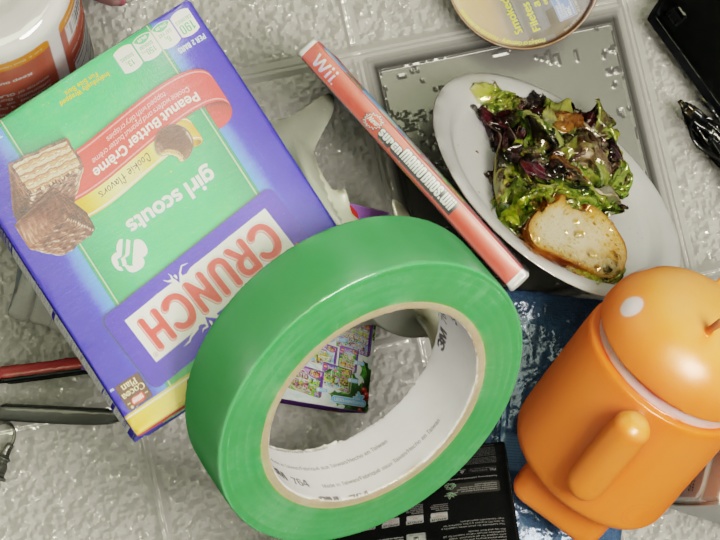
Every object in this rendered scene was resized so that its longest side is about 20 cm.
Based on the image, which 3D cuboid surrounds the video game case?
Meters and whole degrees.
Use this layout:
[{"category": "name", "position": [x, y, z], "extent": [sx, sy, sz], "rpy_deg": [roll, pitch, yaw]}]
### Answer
[{"category": "video game case", "position": [0.038, -0.067, 1.246], "extent": [0.017, 0.143, 0.200], "rpy_deg": [-42, 88, 5]}]

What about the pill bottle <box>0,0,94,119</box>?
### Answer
[{"category": "pill bottle", "position": [-0.225, -0.144, 1.190], "extent": [0.111, 0.200, 0.113], "rpy_deg": [1, 72, -2]}]

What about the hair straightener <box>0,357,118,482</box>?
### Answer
[{"category": "hair straightener", "position": [-0.250, 0.102, 1.242], "extent": [0.198, 0.041, 0.078], "rpy_deg": [-5, 83, -8]}]

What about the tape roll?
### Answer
[{"category": "tape roll", "position": [-0.002, 0.065, 1.104], "extent": [0.199, 0.201, 0.048], "rpy_deg": [-31, 48, -10]}]

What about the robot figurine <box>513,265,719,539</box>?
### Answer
[{"category": "robot figurine", "position": [0.174, 0.078, 1.185], "extent": [0.143, 0.201, 0.117], "rpy_deg": [2, 45, -38]}]

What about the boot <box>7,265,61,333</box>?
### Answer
[{"category": "boot", "position": [-0.174, -0.056, 1.254], "extent": [0.095, 0.074, 0.202], "rpy_deg": [13, 82, -13]}]

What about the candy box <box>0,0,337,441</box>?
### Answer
[{"category": "candy box", "position": [-0.118, -0.027, 1.134], "extent": [0.168, 0.077, 0.201], "rpy_deg": [-34, 89, -8]}]

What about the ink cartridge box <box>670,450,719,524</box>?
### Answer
[{"category": "ink cartridge box", "position": [0.321, 0.113, 1.262], "extent": [0.198, 0.146, 0.148], "rpy_deg": [18, 81, -5]}]

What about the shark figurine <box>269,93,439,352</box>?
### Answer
[{"category": "shark figurine", "position": [-0.011, -0.003, 1.216], "extent": [0.089, 0.129, 0.215], "rpy_deg": [-27, 124, 24]}]

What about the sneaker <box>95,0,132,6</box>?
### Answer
[{"category": "sneaker", "position": [-0.245, -0.219, 1.265], "extent": [0.200, 0.075, 0.105], "rpy_deg": [40, 75, 7]}]

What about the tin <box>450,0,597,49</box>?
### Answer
[{"category": "tin", "position": [0.093, -0.248, 1.319], "extent": [0.111, 0.042, 0.202], "rpy_deg": [-24, 91, -1]}]

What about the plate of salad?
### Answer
[{"category": "plate of salad", "position": [0.136, -0.064, 1.255], "extent": [0.199, 0.048, 0.201], "rpy_deg": [24, 38, -19]}]

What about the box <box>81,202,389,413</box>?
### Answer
[{"category": "box", "position": [-0.077, 0.011, 1.236], "extent": [0.198, 0.039, 0.138], "rpy_deg": [13, 80, -33]}]

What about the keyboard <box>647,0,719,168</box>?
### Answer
[{"category": "keyboard", "position": [0.266, -0.109, 1.348], "extent": [0.104, 0.040, 0.201], "rpy_deg": [-34, 87, -33]}]

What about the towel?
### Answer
[{"category": "towel", "position": [0.129, 0.113, 1.287], "extent": [0.110, 0.049, 0.202], "rpy_deg": [8, 82, -7]}]

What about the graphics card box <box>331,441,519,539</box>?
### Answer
[{"category": "graphics card box", "position": [0.038, 0.182, 1.160], "extent": [0.124, 0.201, 0.051], "rpy_deg": [-8, 118, 3]}]
